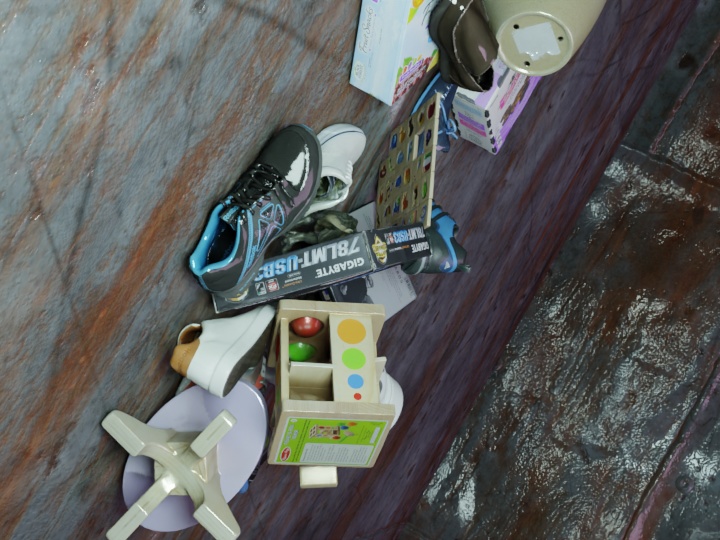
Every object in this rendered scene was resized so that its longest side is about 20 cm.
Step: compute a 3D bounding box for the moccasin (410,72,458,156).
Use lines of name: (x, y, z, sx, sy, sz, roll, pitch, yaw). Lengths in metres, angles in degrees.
moccasin: (0.099, -0.182, 1.542, 0.202, 0.068, 0.080, -65, 162, 13)

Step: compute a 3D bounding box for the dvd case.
dvd case: (0.000, 0.000, 1.452, 0.025, 0.152, 0.200, -20, -175, 30)

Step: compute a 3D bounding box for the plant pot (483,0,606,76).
plant pot: (0.221, -0.338, 1.341, 0.189, 0.185, 0.202, 99, 5, -50)

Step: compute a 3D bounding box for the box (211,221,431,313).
box: (-0.041, -0.005, 1.248, 0.198, 0.198, 0.050, -16, 89, -69)

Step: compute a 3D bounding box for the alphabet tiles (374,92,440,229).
alphabet tiles: (0.056, -0.115, 1.407, 0.200, 0.007, 0.170, 149, -52, -69)

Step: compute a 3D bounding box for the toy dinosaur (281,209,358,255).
toy dinosaur: (-0.048, -0.049, 1.257, 0.200, 0.087, 0.048, -53, 134, -86)

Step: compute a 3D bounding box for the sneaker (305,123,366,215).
sneaker: (-0.040, -0.107, 1.258, 0.200, 0.070, 0.074, -41, 155, -48)

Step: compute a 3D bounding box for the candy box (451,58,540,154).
candy box: (0.212, -0.294, 1.683, 0.169, 0.071, 0.200, -59, 163, -5)

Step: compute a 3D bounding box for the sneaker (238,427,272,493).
sneaker: (-0.154, 0.223, 1.474, 0.083, 0.070, 0.201, -54, 167, -36)

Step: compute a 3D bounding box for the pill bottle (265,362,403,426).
pill bottle: (-0.036, 0.139, 1.449, 0.200, 0.113, 0.115, 42, 76, -39)

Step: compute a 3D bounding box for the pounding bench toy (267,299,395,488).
pounding bench toy: (-0.045, 0.143, 1.272, 0.201, 0.122, 0.158, 108, -18, -52)

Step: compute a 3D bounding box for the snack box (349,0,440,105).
snack box: (0.074, -0.314, 1.263, 0.200, 0.067, 0.170, -48, 159, -40)

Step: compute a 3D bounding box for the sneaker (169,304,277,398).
sneaker: (-0.151, 0.072, 1.226, 0.200, 0.084, 0.074, -44, 155, -72)

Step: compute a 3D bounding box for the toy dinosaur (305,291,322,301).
toy dinosaur: (-0.045, 0.041, 1.509, 0.103, 0.076, 0.201, -57, 151, -34)

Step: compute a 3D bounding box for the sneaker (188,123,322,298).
sneaker: (-0.106, -0.064, 1.135, 0.202, 0.073, 0.082, -61, 161, -2)

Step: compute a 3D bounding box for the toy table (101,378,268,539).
toy table: (-0.190, 0.209, 1.187, 0.201, 0.183, 0.117, -58, 178, 6)

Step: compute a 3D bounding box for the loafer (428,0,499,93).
loafer: (0.129, -0.267, 1.260, 0.073, 0.071, 0.200, -57, 163, -8)

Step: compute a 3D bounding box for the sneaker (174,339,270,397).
sneaker: (-0.141, 0.129, 1.322, 0.200, 0.081, 0.078, -46, 158, -46)

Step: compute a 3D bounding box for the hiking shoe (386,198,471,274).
hiking shoe: (0.083, -0.059, 1.449, 0.201, 0.085, 0.075, -101, -154, -48)
